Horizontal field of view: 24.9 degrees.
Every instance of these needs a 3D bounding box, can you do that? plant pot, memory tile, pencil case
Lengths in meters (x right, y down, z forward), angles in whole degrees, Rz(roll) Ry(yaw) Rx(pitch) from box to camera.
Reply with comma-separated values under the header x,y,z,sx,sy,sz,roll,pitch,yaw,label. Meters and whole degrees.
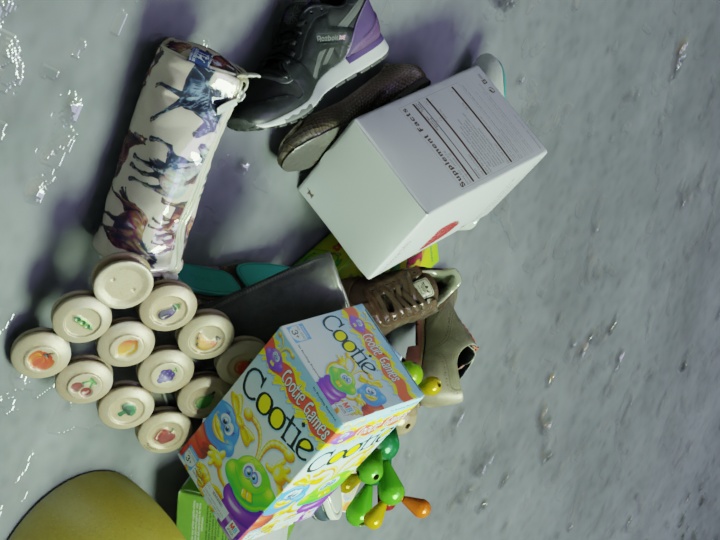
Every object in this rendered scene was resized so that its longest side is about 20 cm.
x,y,z,sx,sy,sz,roll,pitch,yaw,label
-0.218,0.303,1.476,0.200,0.142,0.200,-32,134,-40,plant pot
-0.183,0.074,1.387,0.153,0.017,0.200,-40,129,15,memory tile
-0.158,-0.091,1.365,0.078,0.089,0.200,8,104,-57,pencil case

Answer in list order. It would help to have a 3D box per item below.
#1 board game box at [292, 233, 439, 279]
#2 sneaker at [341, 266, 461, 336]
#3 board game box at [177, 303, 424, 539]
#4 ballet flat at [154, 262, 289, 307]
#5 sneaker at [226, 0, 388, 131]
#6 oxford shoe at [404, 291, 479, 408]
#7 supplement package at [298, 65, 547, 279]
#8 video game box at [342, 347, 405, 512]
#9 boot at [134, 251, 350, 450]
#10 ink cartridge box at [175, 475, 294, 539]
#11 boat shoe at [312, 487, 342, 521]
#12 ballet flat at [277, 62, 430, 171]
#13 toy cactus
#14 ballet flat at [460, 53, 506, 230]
x,y,z,sx,sy,sz,roll,pitch,yaw,label
0.000,0.000,1.684,0.200,0.048,0.102,-42,140,-33,board game box
0.033,0.023,1.606,0.071,0.075,0.200,64,27,3,sneaker
-0.056,0.135,1.419,0.103,0.105,0.200,-14,152,-45,board game box
-0.122,0.031,1.523,0.200,0.069,0.071,2,133,-48,ballet flat
-0.060,-0.199,1.471,0.200,0.076,0.088,-42,125,-39,sneaker
0.095,0.080,1.790,0.200,0.075,0.071,-76,166,-45,oxford shoe
0.062,-0.099,1.607,0.200,0.120,0.121,-28,167,-43,supplement package
-0.012,0.162,1.710,0.182,0.047,0.200,-63,167,-4,video game box
-0.100,0.073,1.473,0.200,0.073,0.182,-23,146,-8,boot
-0.119,0.243,1.650,0.200,0.076,0.148,-57,156,-63,ink cartridge box
-0.077,0.155,1.574,0.075,0.062,0.200,-60,126,-80,boat shoe
-0.012,-0.155,1.580,0.200,0.046,0.067,-34,169,-32,ballet flat
0.036,0.161,1.635,0.165,0.102,0.200,-62,161,-62,toy cactus
0.110,-0.134,1.751,0.069,0.069,0.200,-20,126,-49,ballet flat
